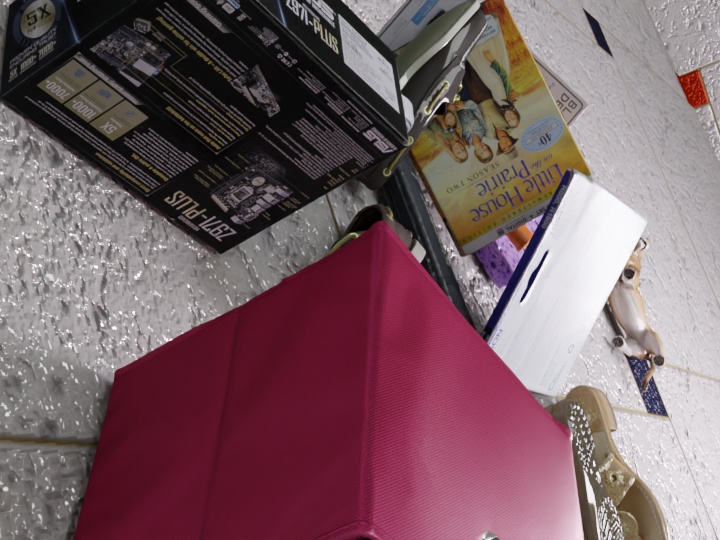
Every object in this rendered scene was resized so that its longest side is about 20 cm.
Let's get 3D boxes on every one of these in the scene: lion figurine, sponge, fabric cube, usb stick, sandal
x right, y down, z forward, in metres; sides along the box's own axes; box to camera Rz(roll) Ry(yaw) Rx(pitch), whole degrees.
[{"bbox_3d":[0.339,0.051,1.606,0.122,0.072,0.202,12,68,-72],"label":"lion figurine"},{"bbox_3d":[0.154,-0.058,1.378,0.112,0.030,0.200,59,25,-3],"label":"sponge"},{"bbox_3d":[-0.011,0.139,0.651,0.196,0.199,0.200,46,28,-29],"label":"fabric cube"},{"bbox_3d":[0.057,-0.022,1.148,0.055,0.032,0.201,17,49,-63],"label":"usb stick"},{"bbox_3d":[0.221,0.200,1.226,0.069,0.078,0.213,15,43,-33],"label":"sandal"}]

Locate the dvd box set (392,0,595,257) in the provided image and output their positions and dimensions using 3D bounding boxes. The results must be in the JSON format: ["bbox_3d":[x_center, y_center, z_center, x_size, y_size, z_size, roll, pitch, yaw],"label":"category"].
[{"bbox_3d":[0.111,-0.134,1.196,0.201,0.146,0.029,63,-4,-5],"label":"dvd box set"}]

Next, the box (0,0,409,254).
[{"bbox_3d":[-0.092,-0.121,0.800,0.200,0.163,0.087,37,34,-42],"label":"box"}]

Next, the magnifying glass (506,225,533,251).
[{"bbox_3d":[0.102,-0.102,1.281,0.200,0.022,0.079,50,32,8],"label":"magnifying glass"}]

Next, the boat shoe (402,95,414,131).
[{"bbox_3d":[-0.031,-0.106,0.991,0.198,0.073,0.069,3,72,-49],"label":"boat shoe"}]

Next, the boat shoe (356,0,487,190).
[{"bbox_3d":[0.051,-0.157,1.131,0.061,0.072,0.201,47,70,-17],"label":"boat shoe"}]

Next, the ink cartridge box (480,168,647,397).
[{"bbox_3d":[0.173,0.012,1.174,0.040,0.201,0.200,30,4,31],"label":"ink cartridge box"}]

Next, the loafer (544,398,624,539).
[{"bbox_3d":[0.182,0.209,1.126,0.076,0.067,0.202,-29,107,-62],"label":"loafer"}]

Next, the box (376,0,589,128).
[{"bbox_3d":[0.108,-0.182,1.239,0.200,0.117,0.060,43,-2,-6],"label":"box"}]

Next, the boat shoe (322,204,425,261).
[{"bbox_3d":[0.000,0.000,0.973,0.060,0.072,0.200,52,22,-6],"label":"boat shoe"}]
